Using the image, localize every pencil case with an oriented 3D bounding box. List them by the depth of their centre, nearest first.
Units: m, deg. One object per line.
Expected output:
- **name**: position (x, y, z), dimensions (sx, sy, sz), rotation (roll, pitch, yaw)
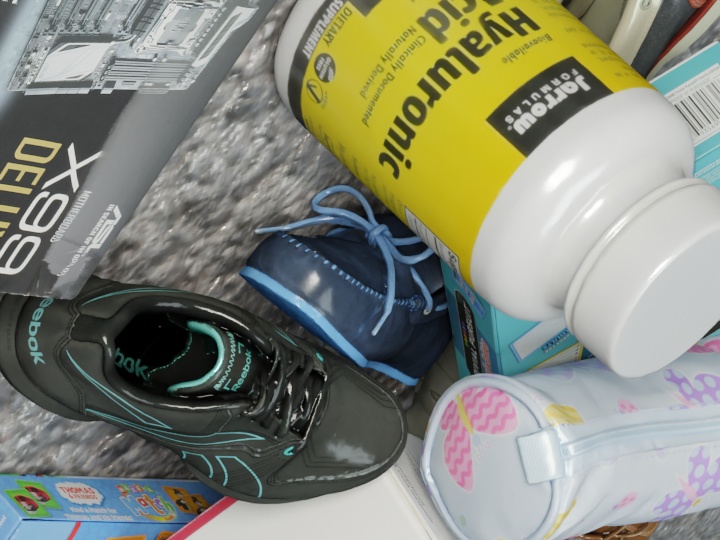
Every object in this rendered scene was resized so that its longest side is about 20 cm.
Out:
- **pencil case**: position (0.122, 0.078, 1.349), dimensions (0.200, 0.091, 0.083), rotation (-6, 98, -43)

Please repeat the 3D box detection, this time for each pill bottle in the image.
- **pill bottle**: position (0.066, -0.050, 1.217), dimensions (0.111, 0.200, 0.111), rotation (-34, 151, -22)

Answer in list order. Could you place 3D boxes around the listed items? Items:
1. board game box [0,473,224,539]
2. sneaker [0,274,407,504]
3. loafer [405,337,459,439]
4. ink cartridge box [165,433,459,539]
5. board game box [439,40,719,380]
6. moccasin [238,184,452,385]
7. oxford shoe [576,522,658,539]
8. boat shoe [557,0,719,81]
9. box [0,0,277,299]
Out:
- **board game box**: position (-0.146, 0.163, 1.390), dimensions (0.151, 0.037, 0.200), rotation (-54, 151, 16)
- **sneaker**: position (-0.055, 0.053, 1.238), dimensions (0.200, 0.079, 0.076), rotation (17, 79, -33)
- **loafer**: position (0.059, 0.070, 1.512), dimensions (0.070, 0.070, 0.200), rotation (-43, 156, -33)
- **ink cartridge box**: position (-0.009, 0.150, 1.408), dimensions (0.145, 0.084, 0.200), rotation (-36, 160, 9)
- **board game box**: position (0.114, -0.002, 1.364), dimensions (0.151, 0.047, 0.200), rotation (-31, 154, -10)
- **moccasin**: position (0.000, 0.000, 1.348), dimensions (0.068, 0.080, 0.200), rotation (-53, 167, 3)
- **oxford shoe**: position (0.119, 0.108, 1.469), dimensions (0.071, 0.071, 0.200), rotation (-29, 180, 24)
- **boat shoe**: position (0.097, -0.090, 1.349), dimensions (0.063, 0.071, 0.200), rotation (10, 125, -46)
- **box**: position (-0.113, -0.084, 1.085), dimensions (0.200, 0.050, 0.158), rotation (-54, 152, 16)
